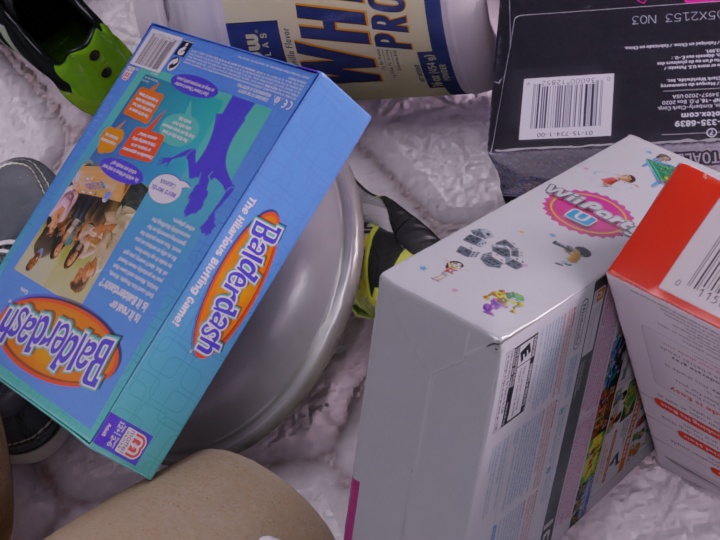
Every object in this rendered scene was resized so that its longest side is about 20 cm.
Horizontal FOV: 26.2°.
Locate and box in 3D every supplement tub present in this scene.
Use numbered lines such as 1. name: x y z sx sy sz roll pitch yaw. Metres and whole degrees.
1. supplement tub: -0.016 -0.169 0.887 0.199 0.145 0.146 -2 59 16

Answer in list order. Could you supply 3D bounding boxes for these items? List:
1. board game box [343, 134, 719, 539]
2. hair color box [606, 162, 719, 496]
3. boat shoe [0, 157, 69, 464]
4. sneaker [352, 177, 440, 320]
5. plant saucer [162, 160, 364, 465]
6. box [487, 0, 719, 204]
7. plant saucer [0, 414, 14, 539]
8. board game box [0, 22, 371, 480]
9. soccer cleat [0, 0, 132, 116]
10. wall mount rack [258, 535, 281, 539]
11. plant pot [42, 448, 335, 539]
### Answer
1. board game box: 0.081 0.043 0.678 0.064 0.148 0.200 27 35 29
2. hair color box: 0.179 0.048 0.663 0.111 0.200 0.064 28 72 29
3. boat shoe: -0.196 0.008 0.881 0.073 0.062 0.201 -12 57 8
4. sneaker: 0.000 0.000 0.831 0.076 0.075 0.200 -47 48 -6
5. plant saucer: -0.089 0.001 0.816 0.200 0.050 0.201 -19 59 34
6. box: 0.176 -0.084 0.797 0.199 0.115 0.133 -2 60 17
7. plant saucer: -0.224 0.097 0.788 0.035 0.201 0.200 -9 46 -38
8. board game box: -0.103 -0.017 0.759 0.152 0.045 0.200 24 80 48
9. soccer cleat: -0.212 -0.169 0.982 0.068 0.081 0.200 -45 58 -13
10. wall mount rack: 0.039 0.188 0.676 0.173 0.075 0.201 2 58 -7
11. plant pot: -0.101 0.182 0.694 0.187 0.188 0.200 21 52 26
